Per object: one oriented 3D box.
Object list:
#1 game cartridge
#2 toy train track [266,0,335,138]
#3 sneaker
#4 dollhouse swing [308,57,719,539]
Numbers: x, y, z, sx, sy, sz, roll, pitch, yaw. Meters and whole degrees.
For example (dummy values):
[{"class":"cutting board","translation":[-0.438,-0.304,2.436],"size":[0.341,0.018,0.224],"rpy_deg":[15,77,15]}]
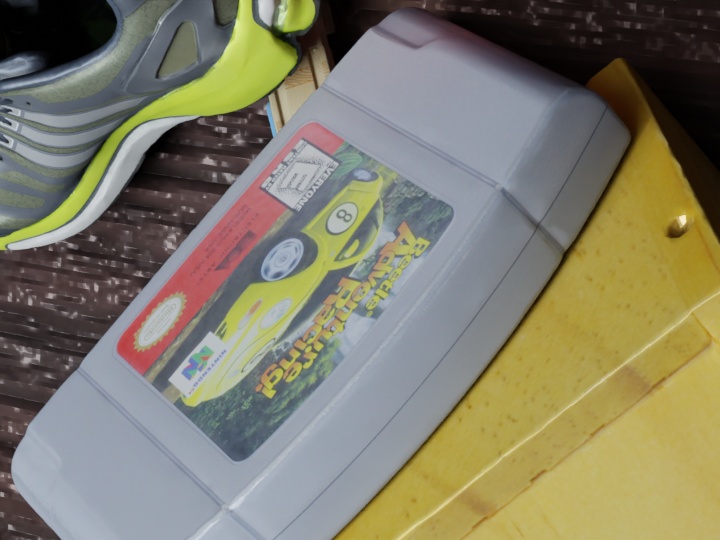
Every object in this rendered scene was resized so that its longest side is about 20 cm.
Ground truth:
[{"class":"game cartridge","translation":[-0.013,0.014,0.847],"size":[0.200,0.041,0.133],"rpy_deg":[-50,34,-5]},{"class":"toy train track","translation":[0.000,0.000,0.933],"size":[0.114,0.033,0.201],"rpy_deg":[-17,80,18]},{"class":"sneaker","translation":[-0.103,-0.068,0.950],"size":[0.200,0.081,0.074],"rpy_deg":[-34,57,42]},{"class":"dollhouse swing","translation":[0.071,0.087,0.862],"size":[0.200,0.176,0.182],"rpy_deg":[-40,31,14]}]
